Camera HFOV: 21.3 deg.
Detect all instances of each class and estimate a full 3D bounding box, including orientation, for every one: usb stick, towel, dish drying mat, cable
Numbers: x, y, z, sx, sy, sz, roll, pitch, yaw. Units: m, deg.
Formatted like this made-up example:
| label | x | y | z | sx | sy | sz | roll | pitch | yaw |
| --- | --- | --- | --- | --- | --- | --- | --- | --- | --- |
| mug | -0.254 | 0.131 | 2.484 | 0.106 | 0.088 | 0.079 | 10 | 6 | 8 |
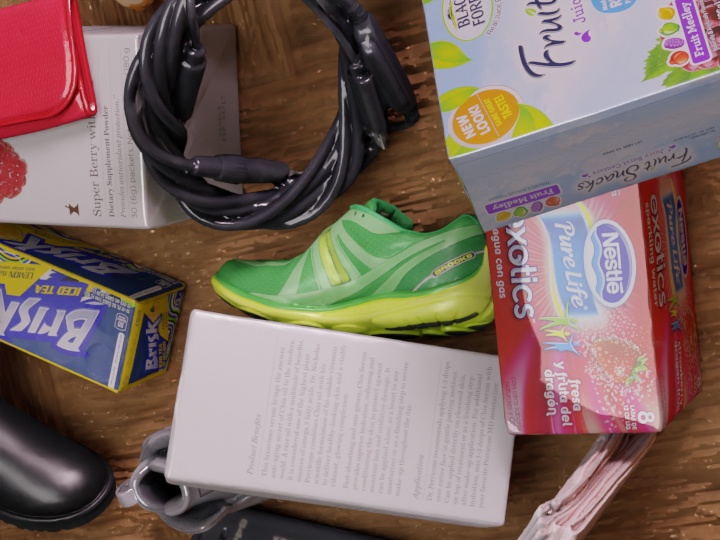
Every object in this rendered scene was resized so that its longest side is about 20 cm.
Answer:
| label | x | y | z | sx | sy | sz | roll | pitch | yaw |
| --- | --- | --- | --- | --- | --- | --- | --- | --- | --- |
| usb stick | -0.020 | 0.193 | 1.241 | 0.199 | 0.033 | 0.056 | 9 | 73 | 26 |
| towel | 0.089 | 0.181 | 1.100 | 0.032 | 0.191 | 0.200 | 38 | 115 | 11 |
| dish drying mat | -0.252 | -0.113 | 1.176 | 0.199 | 0.018 | 0.077 | -9 | 92 | 28 |
| cable | -0.062 | -0.110 | 1.122 | 0.163 | 0.200 | 0.051 | -30 | 45 | 4 |

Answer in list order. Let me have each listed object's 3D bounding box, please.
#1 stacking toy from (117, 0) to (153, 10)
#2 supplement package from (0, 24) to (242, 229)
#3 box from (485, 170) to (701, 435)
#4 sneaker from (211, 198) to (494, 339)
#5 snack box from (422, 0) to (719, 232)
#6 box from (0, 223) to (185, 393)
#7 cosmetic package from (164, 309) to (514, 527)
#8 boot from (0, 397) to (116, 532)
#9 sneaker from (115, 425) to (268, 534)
| label | x | y | z | sx | sy | sz | roll | pitch | yaw |
| --- | --- | --- | --- | --- | --- | --- | --- | --- | --- |
| stacking toy | -0.174 | -0.259 | 1.209 | 0.116 | 0.110 | 0.201 | -9 | 108 | 31 |
| supplement package | -0.192 | -0.095 | 1.227 | 0.199 | 0.120 | 0.122 | 2 | 101 | 27 |
| box | 0.131 | -0.014 | 1.090 | 0.095 | 0.100 | 0.201 | -3 | 98 | 24 |
| sneaker | 0.000 | 0.000 | 1.188 | 0.199 | 0.074 | 0.084 | -2 | 75 | 30 |
| snack box | 0.121 | -0.134 | 1.005 | 0.168 | 0.200 | 0.068 | -17 | 137 | 13 |
| box | -0.222 | 0.012 | 1.296 | 0.200 | 0.064 | 0.070 | 21 | 109 | 21 |
| cosmetic package | -0.011 | 0.091 | 1.138 | 0.199 | 0.071 | 0.102 | 9 | 81 | -4 |
| boot | -0.267 | 0.084 | 1.288 | 0.198 | 0.073 | 0.163 | 19 | 143 | 27 |
| sneaker | -0.056 | 0.119 | 1.204 | 0.199 | 0.115 | 0.075 | -12 | 95 | 28 |
